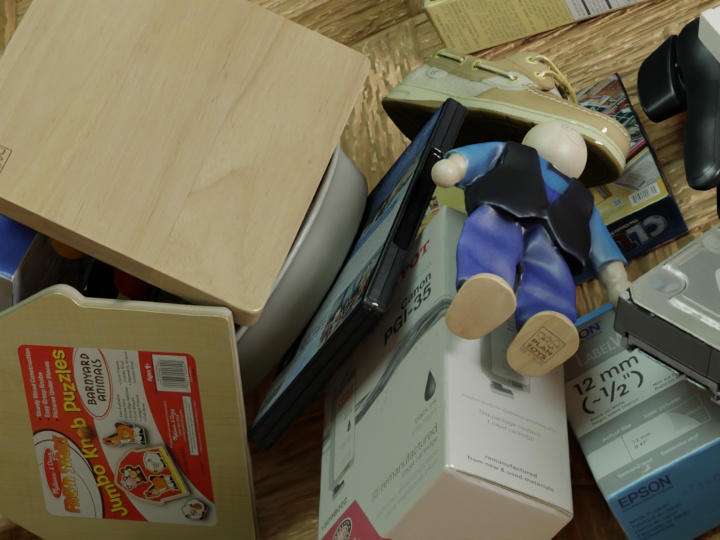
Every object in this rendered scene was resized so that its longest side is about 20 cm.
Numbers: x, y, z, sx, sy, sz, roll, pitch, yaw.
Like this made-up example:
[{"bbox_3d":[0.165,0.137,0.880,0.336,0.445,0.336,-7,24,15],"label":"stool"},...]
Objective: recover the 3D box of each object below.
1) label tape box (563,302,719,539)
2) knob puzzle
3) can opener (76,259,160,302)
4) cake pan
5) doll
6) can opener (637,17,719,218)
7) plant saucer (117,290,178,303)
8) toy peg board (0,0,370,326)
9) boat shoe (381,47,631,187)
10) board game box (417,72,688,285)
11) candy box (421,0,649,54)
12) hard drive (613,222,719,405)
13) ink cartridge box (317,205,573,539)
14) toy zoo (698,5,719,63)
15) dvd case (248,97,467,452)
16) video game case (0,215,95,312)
[{"bbox_3d":[0.180,0.050,1.357,0.143,0.066,0.200,-28,40,6],"label":"label tape box"},{"bbox_3d":[-0.161,0.089,1.431,0.219,0.220,0.030,-15,28,22],"label":"knob puzzle"},{"bbox_3d":[-0.149,0.003,1.562,0.063,0.079,0.201,16,71,-6],"label":"can opener"},{"bbox_3d":[-0.059,0.003,1.505,0.200,0.037,0.200,-52,16,21],"label":"cake pan"},{"bbox_3d":[0.098,-0.019,1.342,0.049,0.136,0.200,-52,12,33],"label":"doll"},{"bbox_3d":[0.217,-0.091,1.458,0.079,0.063,0.200,-46,22,26],"label":"can opener"},{"bbox_3d":[-0.180,-0.012,1.685,0.200,0.048,0.200,-36,39,-4],"label":"plant saucer"},{"bbox_3d":[-0.126,-0.070,1.448,0.198,0.098,0.201,24,57,-2],"label":"toy peg board"},{"bbox_3d":[0.097,-0.104,1.513,0.200,0.074,0.066,19,66,45],"label":"boat shoe"},{"bbox_3d":[0.095,-0.033,1.526,0.199,0.035,0.136,-26,39,10],"label":"board game box"},{"bbox_3d":[0.147,-0.227,1.677,0.199,0.055,0.116,-15,42,22],"label":"candy box"},{"bbox_3d":[0.247,0.013,1.282,0.139,0.038,0.200,31,45,32],"label":"hard drive"},{"bbox_3d":[0.044,0.087,1.350,0.147,0.083,0.201,-51,25,38],"label":"ink cartridge box"},{"bbox_3d":[0.294,-0.136,1.430,0.199,0.021,0.131,-24,46,-24],"label":"toy zoo"},{"bbox_3d":[0.000,0.000,1.429,0.143,0.018,0.200,-50,11,41],"label":"dvd case"},{"bbox_3d":[-0.199,-0.029,1.542,0.045,0.182,0.200,22,56,6],"label":"video game case"}]
